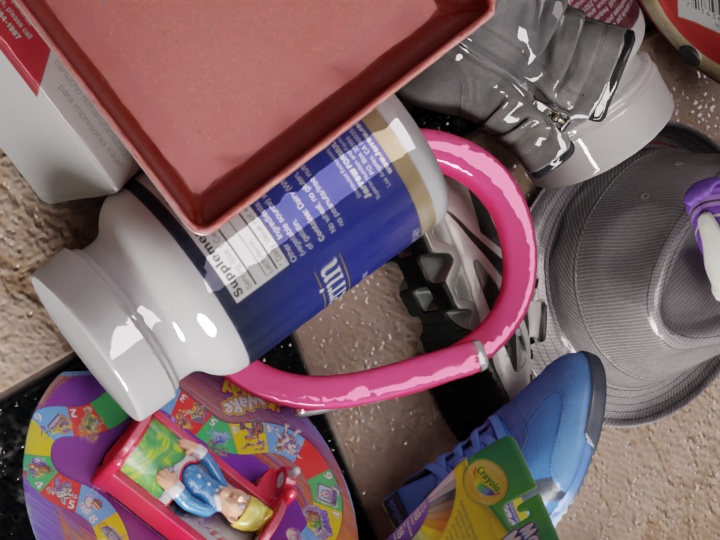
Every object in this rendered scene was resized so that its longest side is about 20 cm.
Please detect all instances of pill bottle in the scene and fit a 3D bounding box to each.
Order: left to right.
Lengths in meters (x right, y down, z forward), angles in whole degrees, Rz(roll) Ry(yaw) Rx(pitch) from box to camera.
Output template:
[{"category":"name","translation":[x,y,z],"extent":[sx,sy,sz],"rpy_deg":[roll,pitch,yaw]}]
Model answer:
[{"category":"pill bottle","translation":[-0.063,-0.018,1.413],"extent":[0.200,0.116,0.116],"rpy_deg":[-37,109,-10]},{"category":"pill bottle","translation":[0.092,-0.155,1.567],"extent":[0.114,0.114,0.200],"rpy_deg":[-43,111,-29]}]

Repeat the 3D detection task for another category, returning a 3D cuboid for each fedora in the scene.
[{"category":"fedora","translation":[0.191,-0.001,1.644],"extent":[0.200,0.090,0.177],"rpy_deg":[-35,107,-31]}]

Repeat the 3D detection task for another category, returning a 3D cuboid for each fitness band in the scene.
[{"category":"fitness band","translation":[0.000,0.000,1.493],"extent":[0.199,0.037,0.144],"rpy_deg":[-14,87,-10]}]

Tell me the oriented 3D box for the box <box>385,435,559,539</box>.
[{"category":"box","translation":[0.036,0.190,1.449],"extent":[0.048,0.117,0.200],"rpy_deg":[30,112,-30]}]

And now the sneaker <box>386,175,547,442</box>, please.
[{"category":"sneaker","translation":[0.078,0.025,1.572],"extent":[0.088,0.074,0.201],"rpy_deg":[-27,104,-31]}]

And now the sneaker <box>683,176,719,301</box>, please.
[{"category":"sneaker","translation":[0.262,-0.046,1.607],"extent":[0.200,0.081,0.084],"rpy_deg":[-17,79,-50]}]

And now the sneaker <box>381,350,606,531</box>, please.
[{"category":"sneaker","translation":[0.064,0.123,1.513],"extent":[0.078,0.066,0.200],"rpy_deg":[22,115,-19]}]

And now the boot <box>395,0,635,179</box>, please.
[{"category":"boot","translation":[0.092,-0.150,1.471],"extent":[0.131,0.200,0.070],"rpy_deg":[25,43,-3]}]

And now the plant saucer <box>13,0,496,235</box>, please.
[{"category":"plant saucer","translation":[-0.067,-0.149,1.356],"extent":[0.199,0.037,0.200],"rpy_deg":[-38,93,-16]}]

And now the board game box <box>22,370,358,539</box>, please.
[{"category":"board game box","translation":[-0.079,0.113,1.436],"extent":[0.200,0.039,0.158],"rpy_deg":[0,61,-36]}]

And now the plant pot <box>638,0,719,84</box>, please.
[{"category":"plant pot","translation":[0.269,-0.216,1.647],"extent":[0.182,0.200,0.201],"rpy_deg":[-43,112,-25]}]

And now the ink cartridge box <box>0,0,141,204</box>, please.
[{"category":"ink cartridge box","translation":[-0.124,-0.155,1.431],"extent":[0.200,0.083,0.147],"rpy_deg":[-48,113,-27]}]
